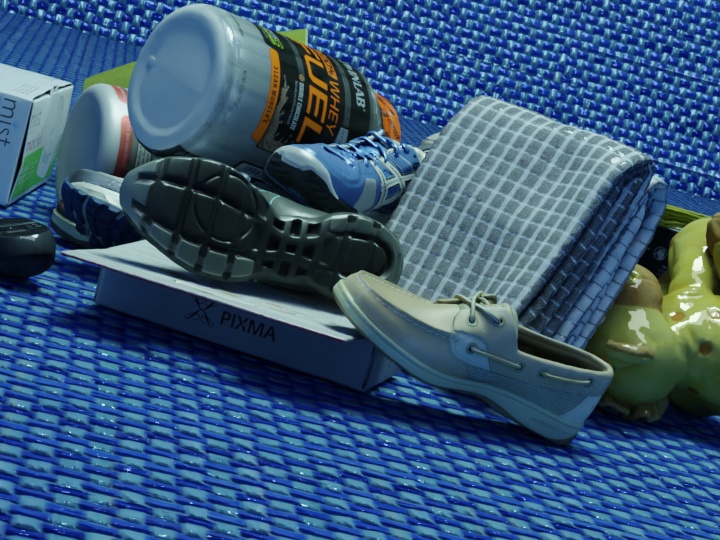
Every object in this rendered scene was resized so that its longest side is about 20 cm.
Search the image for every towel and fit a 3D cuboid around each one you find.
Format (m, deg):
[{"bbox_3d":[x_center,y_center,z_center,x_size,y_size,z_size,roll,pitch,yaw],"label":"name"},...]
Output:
[{"bbox_3d":[0.211,-0.055,1.758,0.086,0.018,0.200,14,5,-33],"label":"towel"},{"bbox_3d":[0.101,-0.019,1.549,0.165,0.200,0.086,24,-17,37],"label":"towel"}]

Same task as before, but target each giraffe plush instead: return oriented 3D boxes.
[{"bbox_3d":[0.221,0.051,1.598,0.162,0.173,0.200,2,48,-20],"label":"giraffe plush"}]

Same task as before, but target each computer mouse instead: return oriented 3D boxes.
[{"bbox_3d":[-0.263,-0.022,1.521,0.059,0.034,0.200,-8,13,-25],"label":"computer mouse"}]

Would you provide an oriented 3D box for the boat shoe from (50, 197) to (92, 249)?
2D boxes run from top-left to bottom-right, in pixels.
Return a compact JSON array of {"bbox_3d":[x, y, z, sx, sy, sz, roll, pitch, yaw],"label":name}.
[{"bbox_3d":[-0.134,-0.039,1.677,0.202,0.075,0.075,13,9,-13],"label":"boat shoe"}]

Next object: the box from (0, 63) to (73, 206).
[{"bbox_3d":[-0.347,-0.132,1.821,0.176,0.097,0.200,16,8,-1],"label":"box"}]

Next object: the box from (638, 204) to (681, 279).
[{"bbox_3d":[0.206,-0.001,1.874,0.148,0.125,0.200,15,8,1],"label":"box"}]

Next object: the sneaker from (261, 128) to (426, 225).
[{"bbox_3d":[-0.006,-0.070,1.584,0.076,0.077,0.200,31,5,23],"label":"sneaker"}]

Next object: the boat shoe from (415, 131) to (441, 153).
[{"bbox_3d":[0.075,-0.057,1.710,0.093,0.075,0.200,-32,17,-17],"label":"boat shoe"}]

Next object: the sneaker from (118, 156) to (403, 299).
[{"bbox_3d":[-0.073,-0.020,1.450,0.200,0.076,0.079,20,-9,-22],"label":"sneaker"}]

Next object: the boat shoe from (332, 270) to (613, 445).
[{"bbox_3d":[0.074,0.043,1.401,0.200,0.065,0.072,29,18,-22],"label":"boat shoe"}]

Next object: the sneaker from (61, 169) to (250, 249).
[{"bbox_3d":[-0.119,-0.035,1.585,0.200,0.085,0.077,22,-32,-2],"label":"sneaker"}]

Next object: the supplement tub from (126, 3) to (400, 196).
[{"bbox_3d":[-0.070,-0.120,1.682,0.200,0.123,0.122,18,4,-43],"label":"supplement tub"}]

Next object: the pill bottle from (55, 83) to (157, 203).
[{"bbox_3d":[-0.139,-0.078,1.785,0.200,0.116,0.116,12,9,-26],"label":"pill bottle"}]

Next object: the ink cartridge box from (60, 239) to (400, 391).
[{"bbox_3d":[-0.082,0.030,1.436,0.200,0.045,0.176,17,8,14],"label":"ink cartridge box"}]

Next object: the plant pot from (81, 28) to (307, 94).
[{"bbox_3d":[-0.147,-0.123,1.949,0.200,0.187,0.187,0,9,-2],"label":"plant pot"}]
